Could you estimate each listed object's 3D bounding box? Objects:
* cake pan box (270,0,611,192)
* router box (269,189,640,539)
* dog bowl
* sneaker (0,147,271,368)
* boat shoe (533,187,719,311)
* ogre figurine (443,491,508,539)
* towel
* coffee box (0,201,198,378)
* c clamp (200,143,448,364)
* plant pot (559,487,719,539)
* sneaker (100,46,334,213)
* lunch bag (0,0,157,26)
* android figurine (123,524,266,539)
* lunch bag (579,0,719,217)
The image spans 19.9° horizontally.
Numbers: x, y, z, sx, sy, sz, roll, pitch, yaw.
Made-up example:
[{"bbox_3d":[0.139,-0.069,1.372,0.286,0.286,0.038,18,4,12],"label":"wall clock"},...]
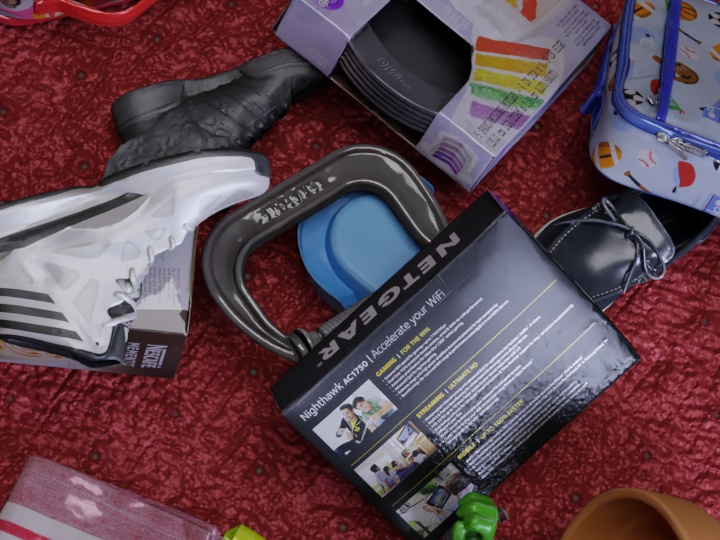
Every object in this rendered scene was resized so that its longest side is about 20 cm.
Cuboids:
[{"bbox_3d":[0.059,-0.171,1.471,0.184,0.052,0.200,39,49,6],"label":"cake pan box"},{"bbox_3d":[0.063,0.068,1.361,0.200,0.051,0.149,-42,112,4],"label":"router box"},{"bbox_3d":[0.042,0.011,1.443,0.200,0.050,0.111,39,70,3],"label":"dog bowl"},{"bbox_3d":[-0.142,-0.003,1.291,0.200,0.076,0.115,-17,85,-8],"label":"sneaker"},{"bbox_3d":[0.184,-0.021,1.444,0.200,0.062,0.075,-27,83,-35],"label":"boat shoe"},{"bbox_3d":[0.050,0.253,1.331,0.098,0.120,0.200,-5,75,-16],"label":"ogre figurine"},{"bbox_3d":[-0.193,0.225,1.308,0.144,0.023,0.200,19,62,13],"label":"towel"},{"bbox_3d":[-0.214,0.011,1.361,0.200,0.114,0.080,6,71,-8],"label":"coffee box"},{"bbox_3d":[0.000,0.000,1.398,0.200,0.027,0.171,-26,79,-17],"label":"c clamp"},{"bbox_3d":[0.221,0.250,1.337,0.140,0.200,0.200,11,70,-25],"label":"plant pot"},{"bbox_3d":[-0.100,-0.086,1.444,0.200,0.060,0.104,-15,75,-9],"label":"sneaker"},{"bbox_3d":[-0.190,-0.258,1.467,0.200,0.082,0.176,-16,77,-15],"label":"lunch bag"},{"bbox_3d":[-0.093,0.263,1.345,0.200,0.041,0.182,33,70,3],"label":"android figurine"},{"bbox_3d":[0.241,-0.122,1.468,0.160,0.076,0.200,21,39,-3],"label":"lunch bag"}]
